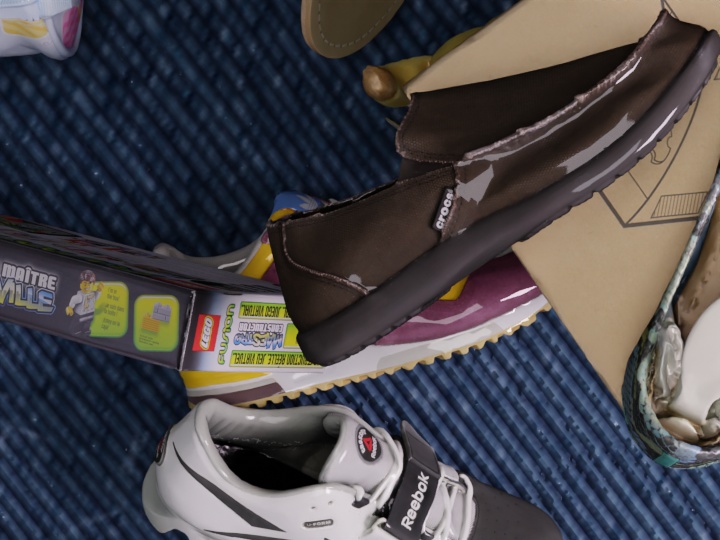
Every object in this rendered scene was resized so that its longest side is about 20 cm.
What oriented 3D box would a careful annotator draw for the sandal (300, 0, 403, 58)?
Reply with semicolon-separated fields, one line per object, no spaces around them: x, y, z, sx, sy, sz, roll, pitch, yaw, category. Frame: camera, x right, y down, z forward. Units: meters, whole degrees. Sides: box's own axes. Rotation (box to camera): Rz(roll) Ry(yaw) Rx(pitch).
0.000;-0.204;1.089;0.070;0.078;0.212;21;91;35;sandal

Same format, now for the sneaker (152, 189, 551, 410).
0.000;0.000;1.095;0.200;0.075;0.090;-18;100;7;sneaker

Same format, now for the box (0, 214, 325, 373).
-0.123;0.007;1.050;0.200;0.110;0.035;14;95;32;box

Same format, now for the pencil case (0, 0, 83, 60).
-0.227;-0.135;1.096;0.200;0.091;0.083;-2;96;5;pencil case

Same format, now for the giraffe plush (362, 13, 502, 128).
0.116;-0.109;1.050;0.200;0.173;0.162;26;88;37;giraffe plush

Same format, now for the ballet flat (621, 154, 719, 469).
0.158;-0.014;0.883;0.074;0.074;0.200;21;97;3;ballet flat

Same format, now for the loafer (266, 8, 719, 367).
0.045;-0.042;0.894;0.200;0.073;0.071;-35;90;9;loafer

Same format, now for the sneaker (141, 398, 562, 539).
0.004;0.106;1.081;0.200;0.089;0.074;12;55;-9;sneaker

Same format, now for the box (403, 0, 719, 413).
0.141;-0.064;0.928;0.200;0.021;0.164;-35;88;9;box
